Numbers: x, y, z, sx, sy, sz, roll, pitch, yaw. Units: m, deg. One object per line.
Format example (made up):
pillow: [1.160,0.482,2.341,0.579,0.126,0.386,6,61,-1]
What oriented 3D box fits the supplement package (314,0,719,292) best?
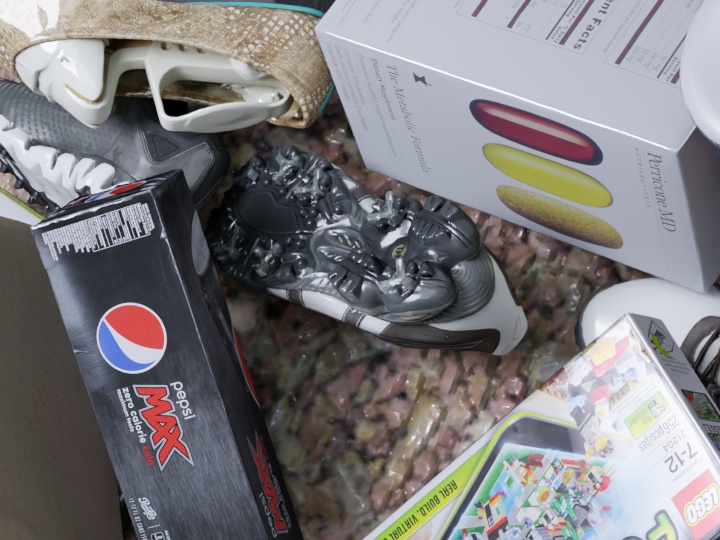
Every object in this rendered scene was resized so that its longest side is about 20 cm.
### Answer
supplement package: [0.098,-0.091,1.087,0.200,0.114,0.110,21,63,30]

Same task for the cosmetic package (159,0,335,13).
cosmetic package: [-0.079,-0.181,1.151,0.090,0.200,0.107,-4,68,16]

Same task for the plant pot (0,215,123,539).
plant pot: [-0.247,0.070,1.094,0.199,0.177,0.200,-14,66,14]

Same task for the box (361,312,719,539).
box: [0.085,0.123,1.031,0.200,0.035,0.110,-43,60,23]

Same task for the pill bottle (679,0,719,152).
pill bottle: [0.230,-0.055,0.998,0.106,0.200,0.107,-18,57,29]

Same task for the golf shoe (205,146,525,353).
golf shoe: [0.000,0.000,1.123,0.200,0.094,0.078,25,78,50]

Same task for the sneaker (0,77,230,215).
sneaker: [-0.137,-0.070,1.195,0.090,0.067,0.200,-45,44,-15]

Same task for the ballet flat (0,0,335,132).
ballet flat: [-0.108,-0.103,1.122,0.199,0.071,0.066,3,62,3]

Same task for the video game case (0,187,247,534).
video game case: [-0.186,0.079,1.182,0.180,0.026,0.200,33,82,26]

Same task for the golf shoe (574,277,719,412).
golf shoe: [0.184,0.045,1.038,0.200,0.094,0.078,24,79,26]

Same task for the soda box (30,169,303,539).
soda box: [-0.090,0.058,1.084,0.063,0.071,0.201,-16,99,11]
